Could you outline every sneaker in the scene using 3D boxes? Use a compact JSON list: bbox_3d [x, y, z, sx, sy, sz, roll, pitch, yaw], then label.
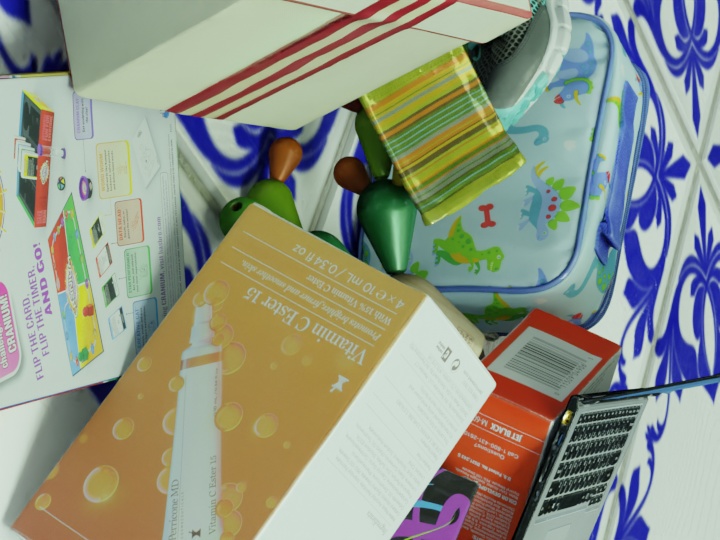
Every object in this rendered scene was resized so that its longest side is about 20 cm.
[{"bbox_3d":[0.077,-0.166,1.374,0.091,0.078,0.201,25,50,-15],"label":"sneaker"}]

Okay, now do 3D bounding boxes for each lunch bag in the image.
[{"bbox_3d":[0.091,-0.057,1.423,0.082,0.160,0.201,46,50,-53],"label":"lunch bag"}]

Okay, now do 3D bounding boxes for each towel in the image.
[{"bbox_3d":[0.019,-0.128,1.266,0.086,0.018,0.201,-36,102,-42],"label":"towel"}]

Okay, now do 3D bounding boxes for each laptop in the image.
[{"bbox_3d":[0.180,0.116,1.316,0.201,0.115,0.187,-68,162,6],"label":"laptop"}]

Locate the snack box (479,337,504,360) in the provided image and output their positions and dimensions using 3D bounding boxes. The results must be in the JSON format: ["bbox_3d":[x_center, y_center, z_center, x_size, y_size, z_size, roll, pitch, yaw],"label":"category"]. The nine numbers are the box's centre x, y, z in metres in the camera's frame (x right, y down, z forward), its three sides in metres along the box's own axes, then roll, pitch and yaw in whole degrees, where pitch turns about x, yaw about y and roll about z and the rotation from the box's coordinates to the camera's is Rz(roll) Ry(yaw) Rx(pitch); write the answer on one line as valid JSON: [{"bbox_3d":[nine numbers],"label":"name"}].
[{"bbox_3d":[0.082,0.040,1.547,0.072,0.024,0.201,4,85,-63],"label":"snack box"}]

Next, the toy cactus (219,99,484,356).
[{"bbox_3d":[0.000,0.000,1.276,0.165,0.102,0.201,32,57,-16],"label":"toy cactus"}]

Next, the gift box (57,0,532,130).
[{"bbox_3d":[-0.026,-0.185,1.113,0.199,0.186,0.186,-2,74,-49],"label":"gift box"}]

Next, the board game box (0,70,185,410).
[{"bbox_3d":[-0.153,-0.018,1.093,0.200,0.040,0.154,-12,100,-61],"label":"board game box"}]

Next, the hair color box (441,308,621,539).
[{"bbox_3d":[0.081,0.136,1.348,0.111,0.064,0.201,-38,147,-56],"label":"hair color box"}]

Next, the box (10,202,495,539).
[{"bbox_3d":[-0.050,0.089,1.121,0.200,0.124,0.098,-54,143,-12],"label":"box"}]

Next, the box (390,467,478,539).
[{"bbox_3d":[-0.035,0.165,1.216,0.036,0.142,0.201,111,5,-52],"label":"box"}]
